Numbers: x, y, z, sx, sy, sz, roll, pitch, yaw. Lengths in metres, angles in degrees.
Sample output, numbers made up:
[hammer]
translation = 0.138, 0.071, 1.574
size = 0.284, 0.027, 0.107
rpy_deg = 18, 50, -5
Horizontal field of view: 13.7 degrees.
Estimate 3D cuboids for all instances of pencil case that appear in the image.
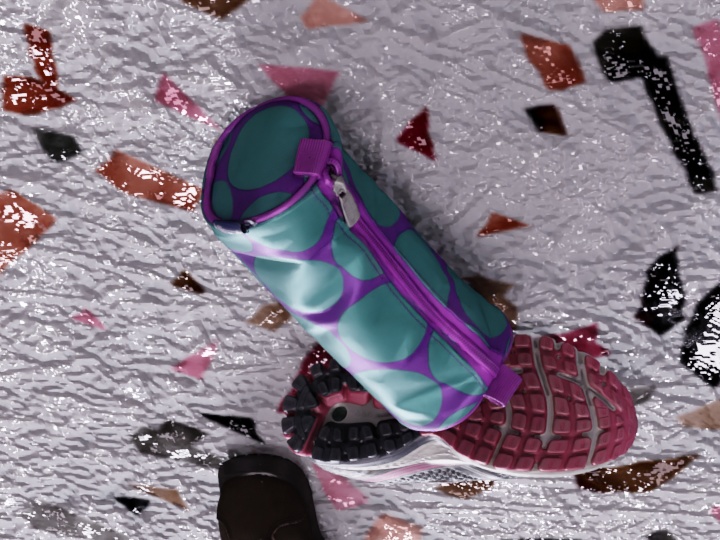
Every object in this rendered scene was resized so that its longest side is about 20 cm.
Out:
[pencil case]
translation = 0.000, 0.000, 1.582
size = 0.092, 0.085, 0.200
rpy_deg = 8, 150, 46

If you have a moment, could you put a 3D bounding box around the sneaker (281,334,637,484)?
[sneaker]
translation = 0.060, 0.082, 1.686
size = 0.200, 0.081, 0.075
rpy_deg = 1, 161, 19

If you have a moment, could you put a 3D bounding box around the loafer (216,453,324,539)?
[loafer]
translation = -0.052, 0.196, 1.845
size = 0.073, 0.071, 0.200
rpy_deg = -4, 139, 17
